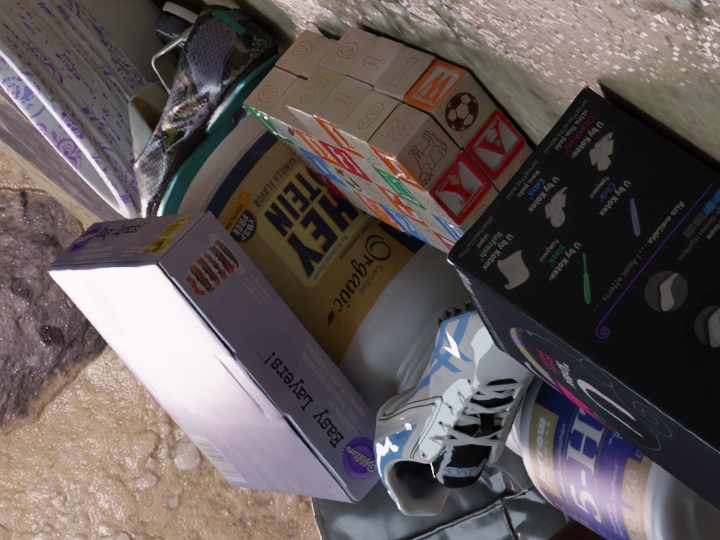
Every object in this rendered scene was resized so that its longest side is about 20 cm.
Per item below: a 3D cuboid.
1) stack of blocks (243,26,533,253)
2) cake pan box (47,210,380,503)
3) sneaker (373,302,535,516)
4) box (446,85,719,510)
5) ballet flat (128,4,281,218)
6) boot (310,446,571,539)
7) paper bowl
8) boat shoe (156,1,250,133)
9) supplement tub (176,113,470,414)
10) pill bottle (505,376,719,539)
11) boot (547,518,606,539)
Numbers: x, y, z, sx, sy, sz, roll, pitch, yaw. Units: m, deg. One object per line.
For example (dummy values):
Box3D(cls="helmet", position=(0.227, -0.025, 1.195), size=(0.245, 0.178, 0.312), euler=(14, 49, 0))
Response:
Box3D(cls="stack of blocks", position=(0.018, -0.072, 1.406), size=(0.115, 0.059, 0.200), euler=(46, 170, -34))
Box3D(cls="cake pan box", position=(-0.081, 0.055, 1.554), size=(0.200, 0.052, 0.184), euler=(51, 161, -15))
Box3D(cls="sneaker", position=(0.062, 0.071, 1.412), size=(0.200, 0.072, 0.073), euler=(123, 139, -55))
Box3D(cls="box", position=(0.154, 0.030, 1.157), size=(0.200, 0.106, 0.122), euler=(36, 171, 27))
Box3D(cls="ballet flat", position=(-0.108, -0.102, 1.623), size=(0.072, 0.072, 0.200), euler=(40, 143, 3))
Box3D(cls="boot", position=(0.075, 0.176, 1.627), size=(0.072, 0.200, 0.183), euler=(-13, -102, -57))
Box3D(cls="paper bowl", position=(-0.181, -0.141, 1.742), size=(0.201, 0.104, 0.201), euler=(49, 173, 8))
Box3D(cls="boat shoe", position=(-0.071, -0.092, 1.691), size=(0.200, 0.063, 0.073), euler=(45, 171, -30))
Box3D(cls="supplement tub", position=(0.000, 0.000, 1.571), size=(0.200, 0.145, 0.144), euler=(37, 172, 17))
Box3D(cls="pill bottle", position=(0.157, 0.092, 1.425), size=(0.120, 0.120, 0.200), euler=(45, 171, -30))
Box3D(cls="boot", position=(0.168, 0.175, 1.457), size=(0.186, 0.200, 0.065), euler=(22, 124, 41))
